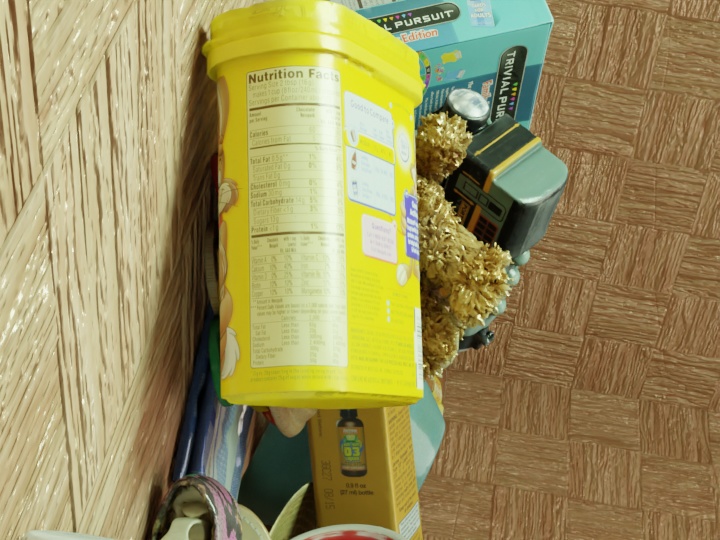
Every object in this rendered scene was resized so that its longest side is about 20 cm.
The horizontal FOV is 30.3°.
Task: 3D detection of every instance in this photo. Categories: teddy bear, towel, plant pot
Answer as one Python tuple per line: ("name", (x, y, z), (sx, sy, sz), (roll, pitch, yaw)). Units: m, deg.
("teddy bear", (0.021, -0.028, 0.828), (0.145, 0.066, 0.203), (-40, -122, 46))
("towel", (-0.096, 0.101, 0.924), (0.200, 0.023, 0.149), (90, 9, -70))
("plant pot", (-0.008, 0.137, 1.107), (0.202, 0.133, 0.200), (-63, 180, 0))

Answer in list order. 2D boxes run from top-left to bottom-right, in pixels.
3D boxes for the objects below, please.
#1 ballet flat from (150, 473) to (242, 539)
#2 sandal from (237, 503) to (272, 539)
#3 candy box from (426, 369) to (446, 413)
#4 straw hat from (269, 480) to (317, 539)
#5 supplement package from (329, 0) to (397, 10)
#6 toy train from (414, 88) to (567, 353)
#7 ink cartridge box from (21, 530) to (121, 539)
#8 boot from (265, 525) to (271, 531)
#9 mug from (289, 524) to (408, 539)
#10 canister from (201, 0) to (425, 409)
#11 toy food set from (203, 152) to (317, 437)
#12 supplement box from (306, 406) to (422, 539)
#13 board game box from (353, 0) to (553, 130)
("ballet flat", (-0.107, 0.212, 0.741), (0.071, 0.068, 0.203), (50, 42, -62))
("sandal", (-0.100, 0.253, 0.807), (0.070, 0.076, 0.215), (29, 76, -84))
("candy box", (0.009, 0.063, 1.350), (0.201, 0.056, 0.117), (53, 16, -12))
("straw hat", (-0.083, 0.242, 0.974), (0.201, 0.084, 0.205), (6, 90, -70))
("supplement package", (0.026, -0.191, 1.077), (0.200, 0.109, 0.158), (86, -13, -74))
("toy train", (0.067, -0.028, 0.927), (0.085, 0.114, 0.202), (-33, 153, -39))
("ink cartridge box", (-0.067, 0.200, 0.579), (0.200, 0.144, 0.149), (83, 15, -77))
("boot", (-0.036, 0.153, 1.300), (0.201, 0.072, 0.155), (-53, -176, 9))
("mug", (0.010, 0.292, 0.891), (0.132, 0.176, 0.203), (-19, 112, -38))
("canister", (-0.021, -0.028, 0.733), (0.148, 0.085, 0.204), (15, 71, -62))
("toy food set", (-0.060, 0.005, 0.851), (0.198, 0.048, 0.203), (64, 21, -73))
("supplement box", (0.003, 0.144, 0.970), (0.069, 0.065, 0.204), (-30, 116, -67))
("board game box", (0.027, -0.124, 0.943), (0.152, 0.197, 0.047), (93, -19, -59))
